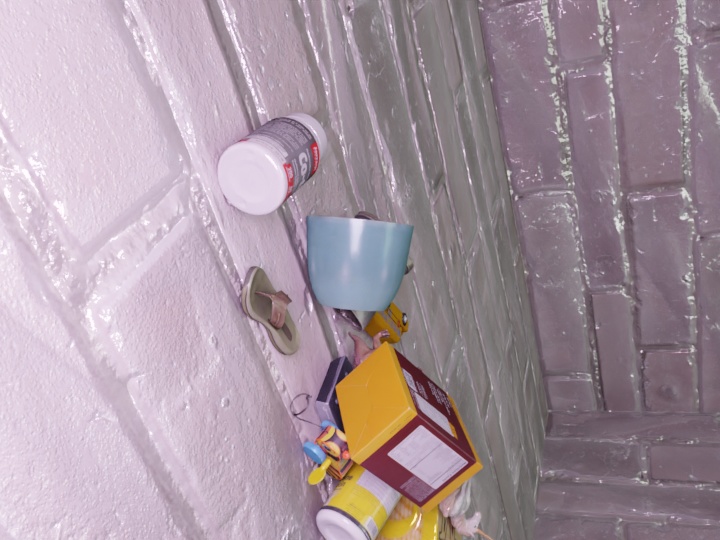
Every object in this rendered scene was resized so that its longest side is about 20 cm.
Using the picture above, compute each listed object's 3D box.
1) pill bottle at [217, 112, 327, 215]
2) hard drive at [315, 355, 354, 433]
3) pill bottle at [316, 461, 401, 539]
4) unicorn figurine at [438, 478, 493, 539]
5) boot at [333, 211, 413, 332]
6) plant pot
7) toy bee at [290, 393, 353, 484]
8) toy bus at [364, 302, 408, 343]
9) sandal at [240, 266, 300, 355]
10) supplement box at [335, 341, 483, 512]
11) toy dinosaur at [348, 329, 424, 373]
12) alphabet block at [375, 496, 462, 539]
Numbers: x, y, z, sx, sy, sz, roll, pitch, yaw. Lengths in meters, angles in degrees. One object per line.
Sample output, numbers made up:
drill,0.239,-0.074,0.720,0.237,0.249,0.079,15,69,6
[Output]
pill bottle,-0.131,-0.176,1.081,0.200,0.113,0.115,-55,136,-55
hard drive,-0.030,0.279,1.338,0.135,0.042,0.201,-69,147,-45
pill bottle,0.013,0.418,1.276,0.200,0.111,0.113,-47,131,-41
unicorn figurine,0.198,0.453,1.346,0.200,0.073,0.138,26,71,-48
boot,0.000,-0.001,1.397,0.182,0.073,0.200,48,64,-1
plant pot,-0.008,-0.011,1.259,0.200,0.199,0.162,0,97,-67
toy bee,-0.051,0.315,1.191,0.132,0.108,0.200,-60,142,-12
toy bus,0.045,0.105,1.513,0.200,0.065,0.079,50,42,-54
sandal,-0.133,0.063,1.108,0.201,0.057,0.080,60,34,-46
supplement box,0.081,0.273,1.207,0.200,0.133,0.198,42,13,-26
toy dinosaur,0.029,0.206,1.361,0.135,0.086,0.200,-36,83,-33
alphabet block,0.099,0.511,1.420,0.200,0.194,0.198,52,39,-55
